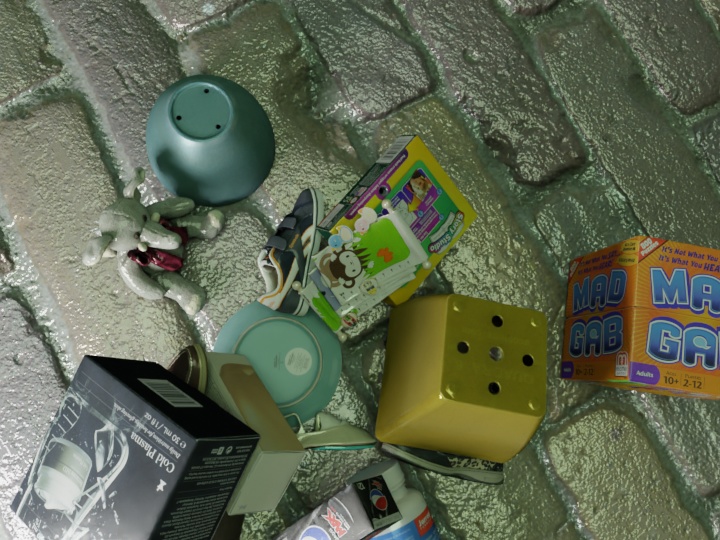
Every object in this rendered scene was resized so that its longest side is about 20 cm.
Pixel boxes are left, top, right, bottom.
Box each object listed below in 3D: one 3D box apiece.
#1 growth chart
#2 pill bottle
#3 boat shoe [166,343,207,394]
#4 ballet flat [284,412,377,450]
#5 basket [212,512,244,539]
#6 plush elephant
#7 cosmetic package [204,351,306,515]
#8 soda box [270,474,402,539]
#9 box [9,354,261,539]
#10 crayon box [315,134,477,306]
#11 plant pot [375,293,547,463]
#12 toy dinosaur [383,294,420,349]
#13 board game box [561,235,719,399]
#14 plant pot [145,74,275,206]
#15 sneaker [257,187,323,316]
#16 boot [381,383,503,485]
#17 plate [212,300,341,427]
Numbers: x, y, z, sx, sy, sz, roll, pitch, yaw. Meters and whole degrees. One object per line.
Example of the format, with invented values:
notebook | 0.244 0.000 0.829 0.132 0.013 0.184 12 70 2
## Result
growth chart | 0.000 0.000 0.859 0.200 0.018 0.145 -39 114 14
pill bottle | 0.054 0.379 0.842 0.112 0.112 0.201 -22 85 -10
boat shoe | -0.270 0.181 0.807 0.072 0.200 0.072 10 34 -41
ballet flat | -0.076 0.239 0.875 0.199 0.069 0.070 -6 81 -9
basket | -0.236 0.378 0.799 0.180 0.136 0.201 0 84 5
plush elephant | -0.301 -0.049 0.846 0.199 0.155 0.165 20 79 -4
cosmetic package | -0.162 0.208 0.791 0.071 0.200 0.105 14 113 -42
soda box | -0.043 0.351 0.796 0.200 0.071 0.063 -43 61 25
box | -0.256 0.230 0.684 0.200 0.124 0.197 25 90 28
crayon box | 0.061 -0.074 0.914 0.200 0.058 0.173 -48 117 -12
plant pot | 0.146 0.131 0.797 0.199 0.176 0.201 12 66 -8
toy dinosaur | 0.082 0.137 0.923 0.088 0.047 0.201 -7 85 -15
board game box | 0.446 0.080 0.897 0.199 0.200 0.201 10 79 -6
plant pot | -0.230 -0.211 0.894 0.199 0.135 0.201 1 80 -7
sneaker | -0.106 -0.036 0.901 0.079 0.078 0.201 12 75 -22
boot | 0.136 0.225 0.893 0.203 0.073 0.154 19 77 -19
plate | -0.126 0.139 0.905 0.199 0.026 0.201 1 79 -7
